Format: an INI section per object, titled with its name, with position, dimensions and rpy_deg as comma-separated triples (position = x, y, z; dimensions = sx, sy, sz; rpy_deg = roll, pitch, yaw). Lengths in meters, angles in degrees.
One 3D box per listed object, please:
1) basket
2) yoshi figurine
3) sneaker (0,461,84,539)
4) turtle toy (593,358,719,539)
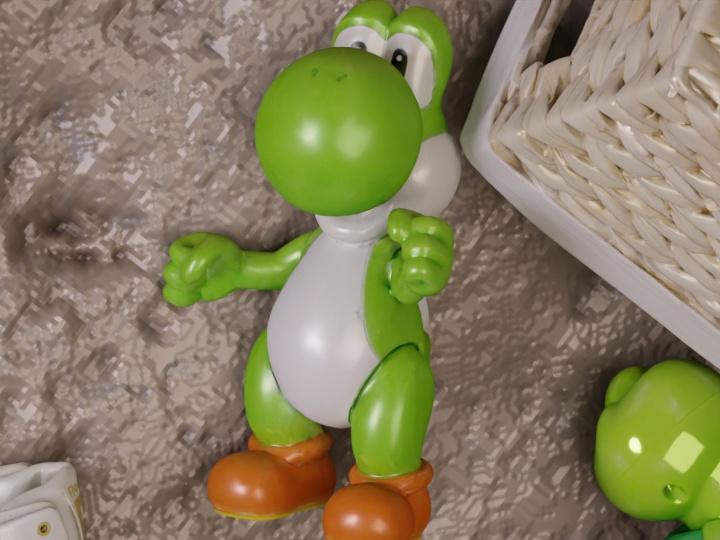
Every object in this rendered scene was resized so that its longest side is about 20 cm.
[basket]
position = 0.161, -0.053, 0.983
dimensions = 0.200, 0.123, 0.136
rpy_deg = 37, 62, -23
[yoshi figurine]
position = -0.012, 0.000, 0.967
dimensions = 0.112, 0.112, 0.201
rpy_deg = 5, 98, -14
[sneaker]
position = -0.097, 0.131, 0.983
dimensions = 0.199, 0.074, 0.116
rpy_deg = 3, 105, -19
[turtle toy]
position = 0.155, 0.129, 1.057
dimensions = 0.145, 0.101, 0.201
rpy_deg = -30, 110, -36
